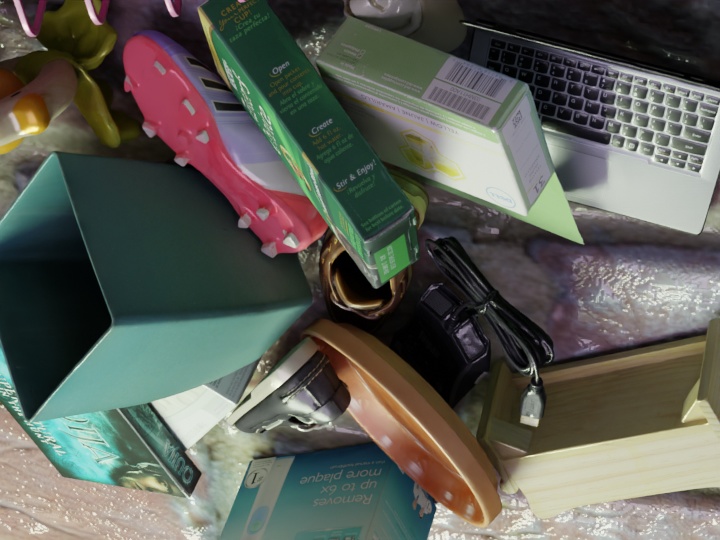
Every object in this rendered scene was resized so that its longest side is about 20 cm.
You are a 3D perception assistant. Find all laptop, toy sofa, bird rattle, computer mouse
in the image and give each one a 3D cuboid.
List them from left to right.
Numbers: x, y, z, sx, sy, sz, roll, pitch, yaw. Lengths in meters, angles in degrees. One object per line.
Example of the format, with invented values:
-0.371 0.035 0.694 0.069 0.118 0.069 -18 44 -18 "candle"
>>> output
-0.264 -0.126 1.668 0.199 0.163 0.113 -5 112 12 "bird rattle"
0.090 0.065 1.744 0.141 0.046 0.200 48 151 20 "computer mouse"
0.150 -0.091 1.568 0.186 0.116 0.201 16 131 6 "laptop"
0.195 0.112 1.765 0.199 0.083 0.098 -13 131 30 "toy sofa"

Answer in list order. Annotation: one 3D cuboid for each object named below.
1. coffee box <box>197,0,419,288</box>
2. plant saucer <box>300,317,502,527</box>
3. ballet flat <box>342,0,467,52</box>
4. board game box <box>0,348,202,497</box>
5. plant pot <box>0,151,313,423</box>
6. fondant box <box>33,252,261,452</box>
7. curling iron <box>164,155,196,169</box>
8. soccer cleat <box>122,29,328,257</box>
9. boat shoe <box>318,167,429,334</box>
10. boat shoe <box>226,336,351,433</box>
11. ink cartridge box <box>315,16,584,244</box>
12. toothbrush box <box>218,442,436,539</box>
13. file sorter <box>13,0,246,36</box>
-0.033 -0.090 1.583 0.200 0.044 0.123 55 174 14 "coffee box"
0.034 0.109 1.770 0.200 0.032 0.200 44 167 13 "plant saucer"
-0.006 -0.202 1.559 0.069 0.070 0.200 -26 119 36 "ballet flat"
-0.224 0.106 1.864 0.135 0.028 0.200 6 146 33 "board game box"
-0.147 0.011 1.714 0.199 0.142 0.141 -1 149 -39 "plant pot"
-0.193 0.056 1.847 0.199 0.058 0.144 32 149 -9 "fondant box"
-0.161 -0.050 1.782 0.049 0.026 0.200 38 134 -13 "curling iron"
-0.092 -0.099 1.687 0.200 0.077 0.067 50 142 -16 "soccer cleat"
0.000 0.000 1.720 0.072 0.068 0.200 20 152 3 "boat shoe"
-0.052 0.104 1.806 0.063 0.073 0.200 45 163 1 "boat shoe"
0.063 -0.077 1.592 0.145 0.048 0.200 23 157 28 "ink cartridge box"
-0.039 0.240 1.886 0.146 0.201 0.086 -10 128 28 "toothbrush box"
-0.175 -0.234 1.518 0.199 0.126 0.140 -8 129 8 "file sorter"
